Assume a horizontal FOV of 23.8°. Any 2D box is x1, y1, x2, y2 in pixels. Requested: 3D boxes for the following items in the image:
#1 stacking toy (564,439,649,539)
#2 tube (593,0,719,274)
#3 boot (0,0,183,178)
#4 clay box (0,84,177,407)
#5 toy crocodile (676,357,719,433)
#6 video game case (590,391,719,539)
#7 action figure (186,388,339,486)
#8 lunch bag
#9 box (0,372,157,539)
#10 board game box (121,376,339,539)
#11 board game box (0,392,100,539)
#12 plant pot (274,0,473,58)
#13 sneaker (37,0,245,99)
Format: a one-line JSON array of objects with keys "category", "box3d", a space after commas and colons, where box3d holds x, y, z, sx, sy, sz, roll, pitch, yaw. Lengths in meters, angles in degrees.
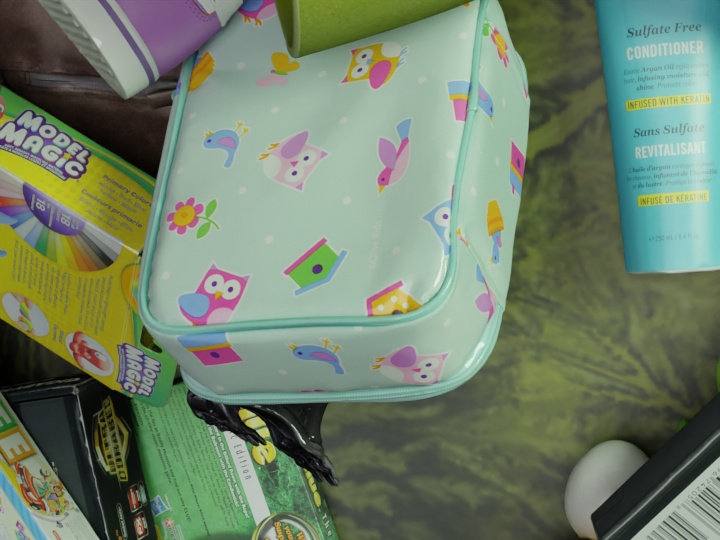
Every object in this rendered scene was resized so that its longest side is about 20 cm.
[{"category": "stacking toy", "box3d": [0.111, 0.183, 0.821, 0.144, 0.146, 0.203, 3, 81, 14]}, {"category": "tube", "box3d": [0.142, -0.100, 0.798, 0.076, 0.050, 0.203, -4, 92, 8]}, {"category": "boot", "box3d": [-0.139, -0.135, 0.846, 0.164, 0.072, 0.203, -1, 109, 21]}, {"category": "clay box", "box3d": [-0.161, -0.023, 0.837, 0.199, 0.048, 0.115, 31, 141, 8]}, {"category": "toy crocodile", "box3d": [0.207, 0.009, 0.790, 0.067, 0.062, 0.202, 13, 102, -27]}, {"category": "video game case", "box3d": [0.234, 0.099, 0.772, 0.180, 0.026, 0.200, 38, 107, -21]}, {"category": "action figure", "box3d": [0.000, 0.000, 0.819, 0.118, 0.102, 0.201, 13, 61, 39]}, {"category": "lunch bag", "box3d": [-0.013, -0.041, 0.741, 0.158, 0.077, 0.202, -6, 54, 22]}, {"category": "box", "box3d": [-0.181, 0.161, 0.906, 0.157, 0.046, 0.203, -8, 96, 26]}, {"category": "board game box", "box3d": [-0.061, 0.151, 0.898, 0.104, 0.023, 0.202, -17, 94, 19]}, {"category": "board game box", "box3d": [-0.223, 0.116, 0.872, 0.134, 0.034, 0.201, -39, 82, 26]}, {"category": "plant pot", "box3d": [0.055, -0.193, 0.679, 0.197, 0.187, 0.190, -9, 96, -5]}, {"category": "sneaker", "box3d": [-0.121, -0.181, 0.778, 0.114, 0.073, 0.201, -39, 77, -8]}]
